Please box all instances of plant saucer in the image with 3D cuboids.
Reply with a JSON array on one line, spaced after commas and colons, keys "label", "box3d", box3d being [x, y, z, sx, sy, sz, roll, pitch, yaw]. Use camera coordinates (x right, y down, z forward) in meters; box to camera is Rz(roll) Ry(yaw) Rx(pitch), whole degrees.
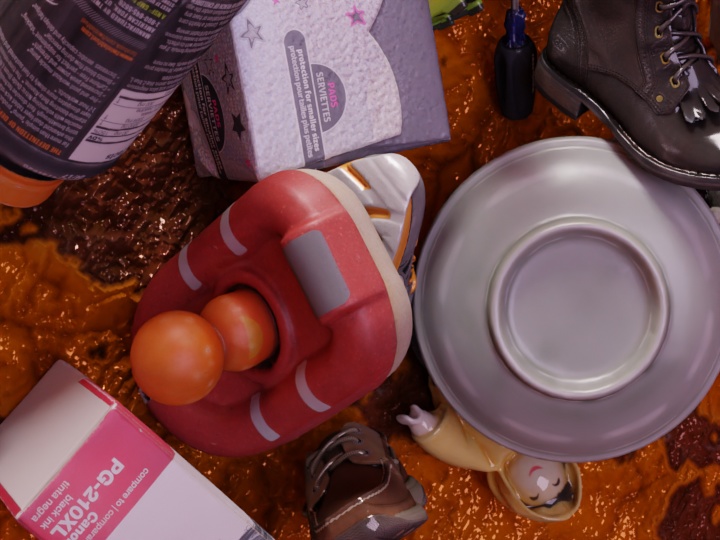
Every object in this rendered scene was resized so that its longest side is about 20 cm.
[{"label": "plant saucer", "box3d": [0.129, 0.021, 1.016, 0.198, 0.050, 0.202, 0, 97, 4]}]

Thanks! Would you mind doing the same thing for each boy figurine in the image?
[{"label": "boy figurine", "box3d": [0.082, 0.082, 1.097, 0.124, 0.064, 0.201, -27, 101, -21]}]

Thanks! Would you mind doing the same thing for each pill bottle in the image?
[{"label": "pill bottle", "box3d": [-0.148, -0.122, 0.908, 0.106, 0.107, 0.200, 29, 125, -24]}]

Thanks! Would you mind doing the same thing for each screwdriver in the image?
[{"label": "screwdriver", "box3d": [0.099, -0.176, 1.049, 0.029, 0.028, 0.201, -28, 139, -27]}]

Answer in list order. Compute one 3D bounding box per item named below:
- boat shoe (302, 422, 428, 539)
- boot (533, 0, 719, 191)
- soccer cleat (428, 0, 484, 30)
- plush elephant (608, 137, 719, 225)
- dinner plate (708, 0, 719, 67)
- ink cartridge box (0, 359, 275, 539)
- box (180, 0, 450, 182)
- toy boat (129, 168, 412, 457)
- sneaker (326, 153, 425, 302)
[{"label": "boat shoe", "box3d": [-0.007, 0.131, 1.000, 0.075, 0.200, 0.072, -30, 88, 0]}, {"label": "boot", "box3d": [0.181, -0.154, 0.977, 0.069, 0.199, 0.175, -30, 141, -41]}, {"label": "soccer cleat", "box3d": [0.053, -0.201, 0.998, 0.064, 0.200, 0.084, -30, 84, -25]}, {"label": "plush elephant", "box3d": [0.227, -0.029, 1.102, 0.200, 0.155, 0.165, -47, 111, -13]}, {"label": "dinner plate", "box3d": [0.242, -0.216, 1.095, 0.024, 0.200, 0.202, 4, 93, 9]}, {"label": "ink cartridge box", "box3d": [-0.113, 0.155, 0.968, 0.200, 0.145, 0.084, 45, 79, -21]}, {"label": "box", "box3d": [-0.041, -0.162, 0.991, 0.131, 0.115, 0.202, -14, 100, -23]}, {"label": "toy boat", "box3d": [-0.073, 0.037, 0.943, 0.130, 0.200, 0.131, -21, 80, -40]}, {"label": "sneaker", "box3d": [0.000, 0.000, 1.009, 0.077, 0.201, 0.078, -21, 62, -34]}]
